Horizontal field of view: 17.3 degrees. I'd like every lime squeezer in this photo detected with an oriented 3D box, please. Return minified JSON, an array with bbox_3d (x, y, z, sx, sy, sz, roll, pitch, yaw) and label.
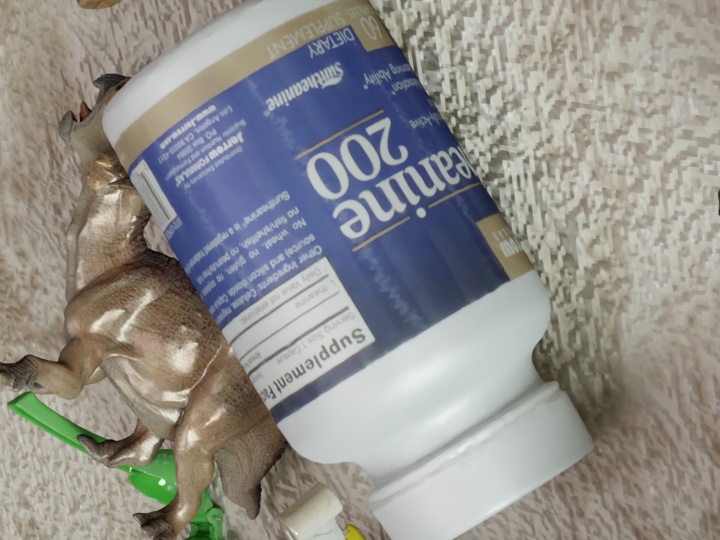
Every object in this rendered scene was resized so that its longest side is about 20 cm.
[{"bbox_3d":[-0.088,0.128,1.078,0.038,0.071,0.200,-13,109,32],"label":"lime squeezer"}]

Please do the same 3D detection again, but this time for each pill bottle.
[{"bbox_3d":[0.000,0.000,0.870,0.200,0.111,0.111,59,141,4],"label":"pill bottle"}]

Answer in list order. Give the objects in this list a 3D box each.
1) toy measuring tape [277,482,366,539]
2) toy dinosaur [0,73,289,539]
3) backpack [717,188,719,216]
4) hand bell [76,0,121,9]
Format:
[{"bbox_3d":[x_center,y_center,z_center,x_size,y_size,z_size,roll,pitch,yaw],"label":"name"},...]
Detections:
[{"bbox_3d":[0.003,0.139,0.948,0.074,0.074,0.200,47,168,17],"label":"toy measuring tape"},{"bbox_3d":[-0.072,0.028,0.997,0.200,0.136,0.086,51,177,-23],"label":"toy dinosaur"},{"bbox_3d":[0.191,-0.025,0.618,0.127,0.167,0.200,58,148,-4],"label":"backpack"},{"bbox_3d":[-0.112,-0.189,0.837,0.104,0.104,0.200,-24,74,51],"label":"hand bell"}]
